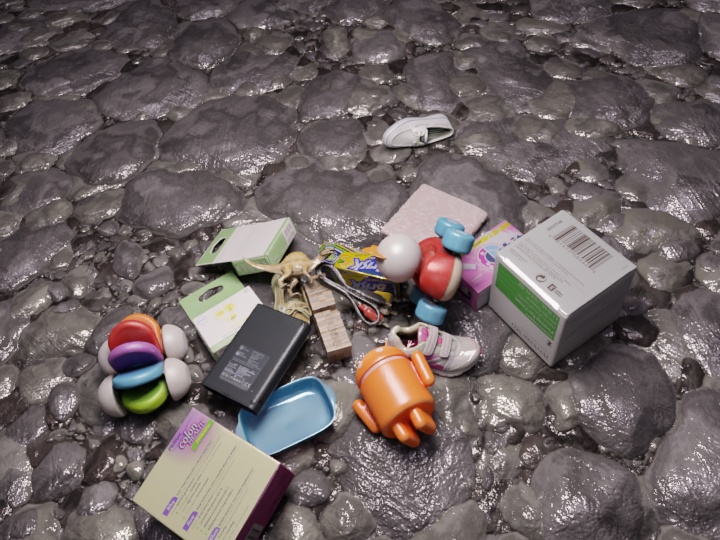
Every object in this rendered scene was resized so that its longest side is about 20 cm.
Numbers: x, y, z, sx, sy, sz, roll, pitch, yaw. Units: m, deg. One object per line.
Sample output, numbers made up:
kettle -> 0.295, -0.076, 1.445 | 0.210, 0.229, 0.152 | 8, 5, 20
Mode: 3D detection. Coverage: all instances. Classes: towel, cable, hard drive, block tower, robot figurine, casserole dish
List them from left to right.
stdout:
hard drive -> -0.202, 0.167, 1.237 | 0.138, 0.033, 0.202 | 17, 61, 30
casserole dish -> -0.137, 0.281, 1.192 | 0.197, 0.039, 0.122 | -22, 52, -14
block tower -> -0.070, 0.101, 1.326 | 0.053, 0.058, 0.202 | -16, 49, -8
cable -> -0.016, 0.059, 1.340 | 0.197, 0.051, 0.098 | 23, 60, 7
robot figurine -> 0.061, 0.226, 1.170 | 0.115, 0.145, 0.201 | -6, 46, -30
towel -> 0.174, -0.108, 1.493 | 0.189, 0.033, 0.200 | 28, 57, 26

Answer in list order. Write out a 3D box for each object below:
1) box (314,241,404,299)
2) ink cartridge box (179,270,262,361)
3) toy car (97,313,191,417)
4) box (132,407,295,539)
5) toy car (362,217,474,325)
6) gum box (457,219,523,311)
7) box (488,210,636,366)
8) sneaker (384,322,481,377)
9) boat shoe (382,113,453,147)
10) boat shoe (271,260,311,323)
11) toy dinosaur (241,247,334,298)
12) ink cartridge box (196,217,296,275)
box -> 0.000, 0.000, 1.392 | 0.196, 0.071, 0.065 | 13, 54, 16
ink cartridge box -> -0.297, 0.083, 1.366 | 0.144, 0.048, 0.200 | -31, 57, -19
toy car -> -0.433, 0.174, 1.233 | 0.172, 0.151, 0.202 | -14, 50, -7
box -> -0.245, 0.367, 1.069 | 0.197, 0.097, 0.178 | 24, 69, 22
toy car -> 0.098, -0.023, 1.264 | 0.196, 0.187, 0.177 | 18, 16, -9
gum box -> 0.281, -0.011, 1.379 | 0.198, 0.067, 0.114 | -31, 55, -20
box -> 0.395, 0.033, 1.264 | 0.198, 0.173, 0.199 | -30, 54, -18
sneaker -> 0.140, 0.152, 1.242 | 0.196, 0.089, 0.082 | 0, 50, 4
boat shoe -> 0.158, -0.368, 1.681 | 0.197, 0.074, 0.067 | -22, 49, -14
boat shoe -> -0.144, 0.061, 1.346 | 0.072, 0.064, 0.203 | 11, 40, -26
toy dinosaur -> -0.147, 0.003, 1.326 | 0.196, 0.059, 0.103 | -8, 55, 0
ink cartridge box -> -0.261, -0.051, 1.452 | 0.197, 0.048, 0.147 | -9, 35, 26
